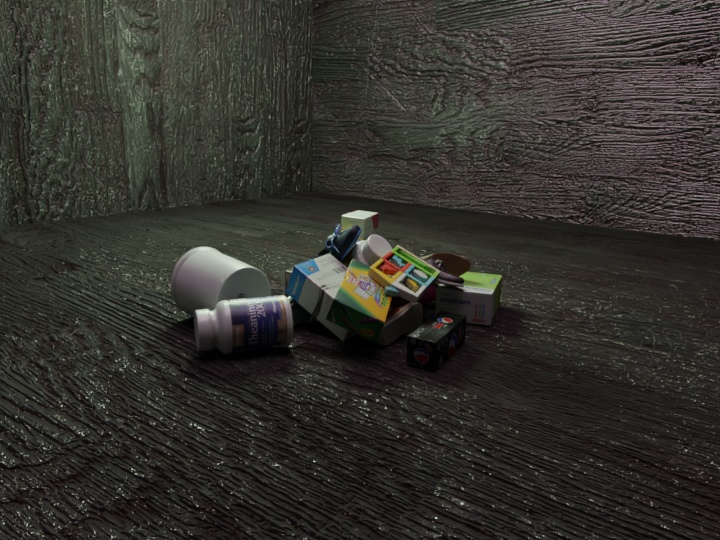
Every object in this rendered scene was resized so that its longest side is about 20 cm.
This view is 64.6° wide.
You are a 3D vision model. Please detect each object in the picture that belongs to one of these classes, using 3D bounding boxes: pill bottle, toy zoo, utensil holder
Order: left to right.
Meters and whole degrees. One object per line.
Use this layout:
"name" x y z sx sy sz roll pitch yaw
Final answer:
"utensil holder" -0.333 0.048 1.361 0.167 0.175 0.197 -12 21 -44
"pill bottle" -0.248 0.116 1.210 0.195 0.114 0.111 -4 15 -22
"pill bottle" 0.000 0.000 1.493 0.107 0.201 0.111 23 41 -22
"toy zoo" 0.099 0.010 1.326 0.130 0.021 0.199 32 31 14

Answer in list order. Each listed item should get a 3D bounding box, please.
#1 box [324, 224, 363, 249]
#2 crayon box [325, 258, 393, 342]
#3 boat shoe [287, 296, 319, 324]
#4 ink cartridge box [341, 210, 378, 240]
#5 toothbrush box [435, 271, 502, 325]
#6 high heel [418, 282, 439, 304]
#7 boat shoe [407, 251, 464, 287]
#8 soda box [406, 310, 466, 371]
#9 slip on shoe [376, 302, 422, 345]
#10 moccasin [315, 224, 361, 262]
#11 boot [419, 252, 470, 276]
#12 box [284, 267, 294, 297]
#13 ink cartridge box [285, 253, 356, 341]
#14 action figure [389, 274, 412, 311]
"box" -0.010 -0.035 1.707 0.197 0.048 0.119 33 52 -8
"crayon box" 0.006 0.062 1.255 0.116 0.059 0.201 25 28 -1
"boat shoe" -0.115 0.094 1.399 0.061 0.075 0.197 9 10 42
"ink cartridge box" -0.005 -0.081 1.836 0.081 0.206 0.145 9 15 18
"toothbrush box" 0.291 0.068 1.512 0.142 0.089 0.199 6 14 20
"high heel" 0.123 0.062 1.554 0.196 0.070 0.095 -7 -4 35
"boat shoe" 0.175 -0.007 1.449 0.196 0.062 0.074 18 -2 28
"soda box" 0.168 0.148 1.232 0.069 0.065 0.199 9 17 27
"slip on shoe" 0.084 0.119 1.332 0.060 0.076 0.198 9 21 38
"moccasin" -0.065 -0.058 1.460 0.068 0.200 0.081 39 47 -4
"boot" 0.200 -0.010 1.569 0.194 0.072 0.146 -1 -1 6
"box" -0.123 0.035 1.576 0.073 0.103 0.199 8 14 29
"ink cartridge box" -0.057 0.061 1.359 0.199 0.086 0.145 38 31 22
"action figure" 0.096 0.038 1.440 0.149 0.134 0.200 44 0 17
